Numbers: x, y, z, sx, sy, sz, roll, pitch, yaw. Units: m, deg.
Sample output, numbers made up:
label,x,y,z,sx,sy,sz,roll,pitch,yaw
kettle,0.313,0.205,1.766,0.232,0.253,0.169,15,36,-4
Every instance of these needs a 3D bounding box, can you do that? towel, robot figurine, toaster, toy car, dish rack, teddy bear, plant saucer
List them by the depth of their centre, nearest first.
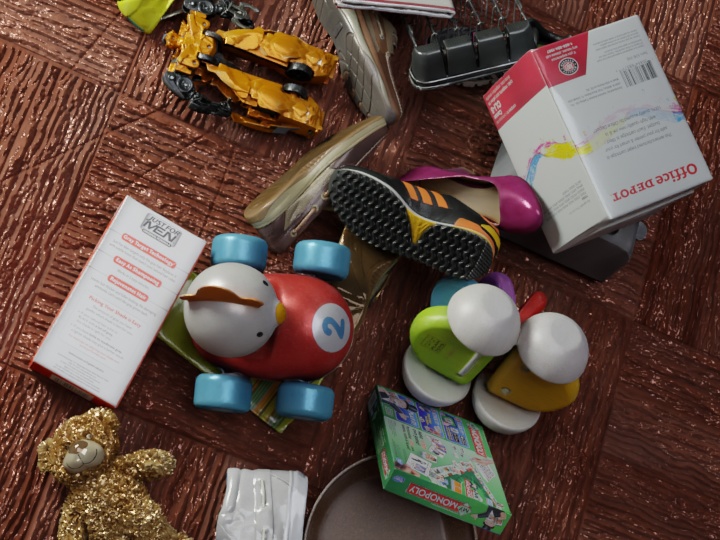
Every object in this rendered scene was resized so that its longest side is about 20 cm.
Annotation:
label,x,y,z,sx,sy,sz,roll,pitch,yaw
teddy bear,-0.246,0.237,1.550,0.144,0.067,0.201,-14,90,17
toy car,-0.105,0.046,1.562,0.176,0.200,0.185,5,80,11
plant saucer,0.028,0.295,1.650,0.199,0.037,0.202,2,85,-20
towel,-0.138,0.084,1.677,0.200,0.018,0.086,39,65,-5
toy car,0.151,0.073,1.706,0.199,0.175,0.151,22,50,-12
robot figurine,-0.130,-0.225,1.746,0.199,0.058,0.146,19,69,-15
towel,0.027,-0.362,1.807,0.143,0.023,0.201,3,45,-14
dish rack,0.111,-0.305,1.814,0.153,0.055,0.201,-13,47,-5
toaster,0.246,-0.111,1.815,0.199,0.119,0.182,24,67,-11

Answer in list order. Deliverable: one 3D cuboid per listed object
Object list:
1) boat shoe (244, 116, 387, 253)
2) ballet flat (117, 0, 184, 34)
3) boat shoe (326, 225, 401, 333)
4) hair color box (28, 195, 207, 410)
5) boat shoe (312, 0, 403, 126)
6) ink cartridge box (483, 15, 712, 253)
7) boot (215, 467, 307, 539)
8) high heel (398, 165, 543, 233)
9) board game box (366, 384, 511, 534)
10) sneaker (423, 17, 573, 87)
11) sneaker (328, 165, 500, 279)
label,x,y,z,sx,sy,sz,roll,pitch,yaw
boat shoe,-0.038,-0.095,1.735,0.200,0.072,0.072,-42,107,-24
ballet flat,-0.191,-0.340,1.762,0.200,0.067,0.067,-43,113,-22
boat shoe,0.000,0.000,1.720,0.072,0.072,0.201,25,67,-1
hair color box,-0.253,0.035,1.616,0.101,0.061,0.201,31,73,-9
boat shoe,0.011,-0.265,1.801,0.071,0.076,0.201,-18,83,-25
ink cartridge box,0.255,-0.144,1.682,0.145,0.145,0.201,-20,82,-23
boot,-0.111,0.304,1.603,0.095,0.074,0.201,7,69,-5
high heel,0.119,-0.074,1.729,0.096,0.200,0.068,-11,107,-27
board game box,0.080,0.196,1.637,0.134,0.200,0.029,24,107,-12
sneaker,0.175,-0.264,1.844,0.199,0.087,0.074,7,66,-14
sneaker,0.061,-0.060,1.693,0.199,0.070,0.090,27,26,8
